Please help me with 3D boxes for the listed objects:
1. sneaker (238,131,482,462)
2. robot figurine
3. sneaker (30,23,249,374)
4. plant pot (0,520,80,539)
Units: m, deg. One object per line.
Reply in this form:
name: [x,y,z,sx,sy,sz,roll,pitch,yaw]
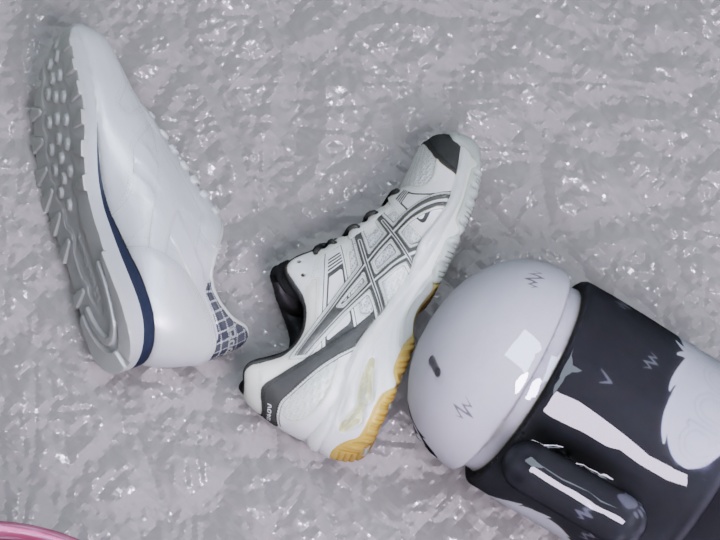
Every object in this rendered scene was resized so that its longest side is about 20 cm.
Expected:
sneaker: [0.000,0.000,1.603,0.088,0.076,0.200,24,64,1]
robot figurine: [0.120,0.080,1.555,0.200,0.150,0.125,31,76,-8]
sneaker: [-0.121,-0.040,1.611,0.080,0.076,0.200,-7,72,-25]
plant pot: [-0.178,0.237,1.412,0.200,0.179,0.200,3,66,-7]
